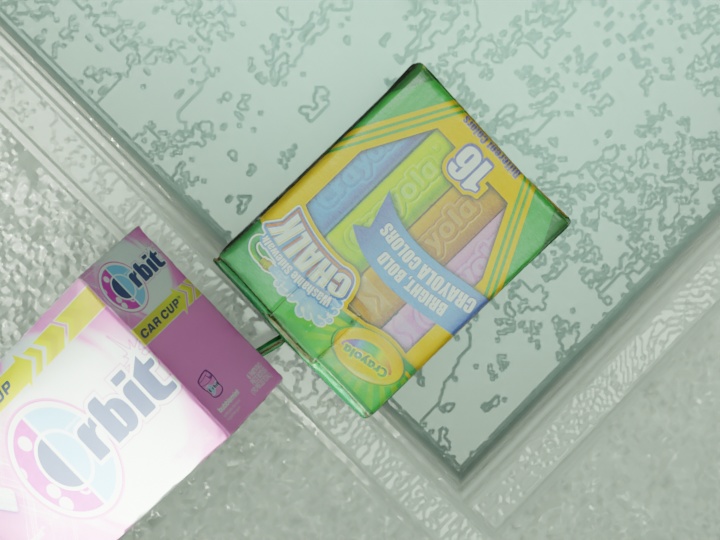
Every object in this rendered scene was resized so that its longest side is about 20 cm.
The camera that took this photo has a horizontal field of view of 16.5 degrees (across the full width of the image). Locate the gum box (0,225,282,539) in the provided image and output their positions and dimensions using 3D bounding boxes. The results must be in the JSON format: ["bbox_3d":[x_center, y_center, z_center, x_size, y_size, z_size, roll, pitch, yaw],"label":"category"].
[{"bbox_3d":[-0.149,0.084,1.347,0.114,0.066,0.200,46,127,-1],"label":"gum box"}]

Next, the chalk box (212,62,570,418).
[{"bbox_3d":[0.000,0.000,1.369,0.200,0.124,0.124,-44,92,0],"label":"chalk box"}]
